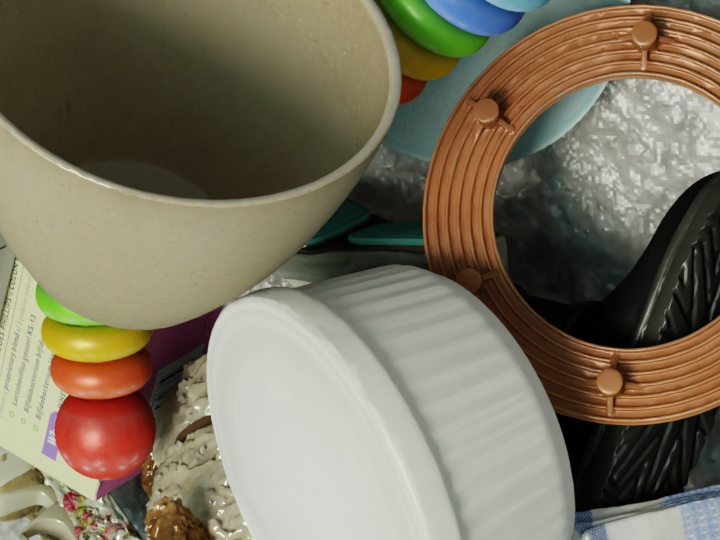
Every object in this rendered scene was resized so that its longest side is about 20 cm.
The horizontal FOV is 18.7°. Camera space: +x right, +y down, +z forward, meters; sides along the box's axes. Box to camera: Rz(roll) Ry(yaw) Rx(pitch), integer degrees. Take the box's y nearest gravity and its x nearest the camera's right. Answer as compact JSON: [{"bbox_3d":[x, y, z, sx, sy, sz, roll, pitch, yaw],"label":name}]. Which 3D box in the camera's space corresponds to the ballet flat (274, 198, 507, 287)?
[{"bbox_3d":[0.000,0.000,1.132,0.200,0.067,0.064,11,116,50],"label":"ballet flat"}]

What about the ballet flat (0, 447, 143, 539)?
[{"bbox_3d":[-0.184,0.142,1.298,0.200,0.064,0.076,45,138,37],"label":"ballet flat"}]

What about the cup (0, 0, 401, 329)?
[{"bbox_3d":[-0.096,-0.056,0.997,0.200,0.200,0.143,37,138,15],"label":"cup"}]

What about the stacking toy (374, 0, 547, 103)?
[{"bbox_3d":[0.034,-0.124,1.038,0.085,0.085,0.200,50,124,7],"label":"stacking toy"}]

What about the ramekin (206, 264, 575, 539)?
[{"bbox_3d":[0.017,0.090,1.031,0.202,0.094,0.202,42,144,40],"label":"ramekin"}]

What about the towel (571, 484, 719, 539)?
[{"bbox_3d":[0.201,0.170,1.048,0.200,0.024,0.147,-10,90,-10],"label":"towel"}]

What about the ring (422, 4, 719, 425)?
[{"bbox_3d":[0.125,-0.028,1.022,0.200,0.019,0.201,-2,80,13],"label":"ring"}]

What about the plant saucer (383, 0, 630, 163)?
[{"bbox_3d":[0.051,-0.153,1.104,0.201,0.039,0.201,11,113,29],"label":"plant saucer"}]

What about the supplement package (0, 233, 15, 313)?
[{"bbox_3d":[-0.254,-0.034,1.170,0.109,0.114,0.200,29,118,18],"label":"supplement package"}]

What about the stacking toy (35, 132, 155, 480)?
[{"bbox_3d":[-0.140,0.015,1.144,0.085,0.085,0.200,11,112,28],"label":"stacking toy"}]

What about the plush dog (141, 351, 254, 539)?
[{"bbox_3d":[-0.067,0.112,1.195,0.200,0.172,0.160,-36,130,24],"label":"plush dog"}]

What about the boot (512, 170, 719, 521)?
[{"bbox_3d":[0.115,0.022,1.106,0.158,0.079,0.211,33,98,47],"label":"boot"}]

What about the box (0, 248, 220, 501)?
[{"bbox_3d":[-0.187,0.002,1.271,0.200,0.097,0.176,27,119,20],"label":"box"}]
